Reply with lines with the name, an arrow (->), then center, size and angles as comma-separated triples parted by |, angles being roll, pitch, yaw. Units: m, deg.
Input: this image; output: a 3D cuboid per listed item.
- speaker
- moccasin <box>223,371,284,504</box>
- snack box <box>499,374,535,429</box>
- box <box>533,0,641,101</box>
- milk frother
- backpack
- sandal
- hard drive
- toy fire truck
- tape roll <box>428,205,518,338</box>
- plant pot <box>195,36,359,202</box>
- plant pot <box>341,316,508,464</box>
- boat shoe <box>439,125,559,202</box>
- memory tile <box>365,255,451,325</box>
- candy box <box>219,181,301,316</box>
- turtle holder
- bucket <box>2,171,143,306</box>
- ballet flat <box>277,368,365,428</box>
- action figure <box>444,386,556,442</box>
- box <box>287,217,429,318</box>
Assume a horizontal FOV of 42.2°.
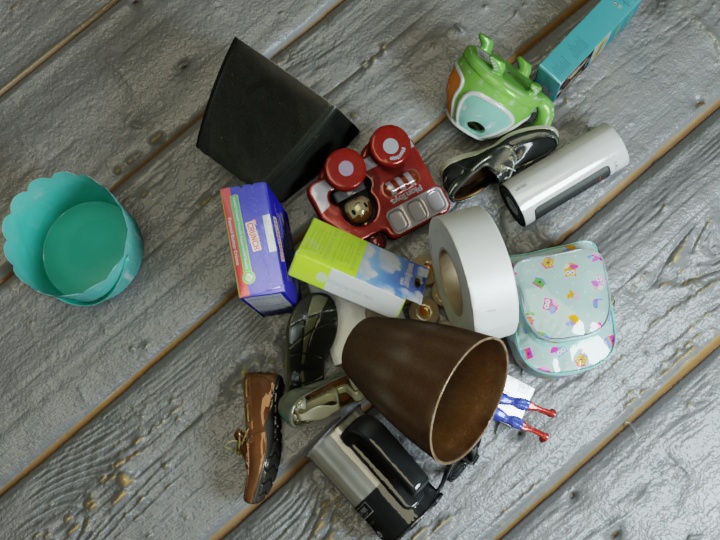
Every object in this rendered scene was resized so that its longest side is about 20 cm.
speaker -> 0.326, -0.155, 1.496 | 0.199, 0.081, 0.081 | -31, 79, -3
moccasin -> -0.166, 0.259, 1.453 | 0.077, 0.074, 0.203 | 0, 82, 13
snack box -> 0.169, 0.171, 1.448 | 0.199, 0.024, 0.072 | 27, 83, -6
box -> 0.371, -0.375, 1.533 | 0.049, 0.082, 0.200 | 43, 85, 10
milk frother -> 0.058, 0.276, 1.418 | 0.188, 0.181, 0.200 | 46, 42, 10
backpack -> 0.301, 0.064, 1.423 | 0.175, 0.153, 0.201 | -11, 85, -4
sandal -> -0.088, 0.131, 1.470 | 0.079, 0.057, 0.202 | 7, 100, -18
hard drive -> -0.010, 0.039, 1.507 | 0.131, 0.026, 0.201 | -19, 79, 0
toy fire truck -> 0.026, -0.122, 1.488 | 0.199, 0.112, 0.169 | -29, 88, -12
tape roll -> 0.166, 0.009, 1.388 | 0.070, 0.203, 0.204 | -14, 78, -9
plant pot -> -0.143, -0.222, 1.491 | 0.200, 0.199, 0.178 | 35, 95, 9
plant pot -> 0.076, 0.146, 1.327 | 0.199, 0.187, 0.188 | 23, 81, 34
boat shoe -> 0.227, -0.167, 1.492 | 0.199, 0.072, 0.068 | -22, 46, 12
memory tile -> 0.120, 0.051, 1.485 | 0.200, 0.017, 0.153 | -42, 83, -12
candy box -> -0.148, -0.027, 1.440 | 0.077, 0.200, 0.170 | -11, 78, 1
turtle holder -> 0.221, -0.279, 1.509 | 0.132, 0.185, 0.141 | -53, 44, 26
bucket -> -0.452, -0.044, 1.496 | 0.206, 0.135, 0.209 | -1, 78, 4
ballet flat -> -0.029, 0.191, 1.441 | 0.199, 0.064, 0.068 | -21, 118, -15
action figure -> 0.192, 0.199, 1.414 | 0.199, 0.052, 0.066 | 23, 80, -2
box -> 0.000, 0.000, 1.417 | 0.199, 0.122, 0.048 | 24, 120, -2
